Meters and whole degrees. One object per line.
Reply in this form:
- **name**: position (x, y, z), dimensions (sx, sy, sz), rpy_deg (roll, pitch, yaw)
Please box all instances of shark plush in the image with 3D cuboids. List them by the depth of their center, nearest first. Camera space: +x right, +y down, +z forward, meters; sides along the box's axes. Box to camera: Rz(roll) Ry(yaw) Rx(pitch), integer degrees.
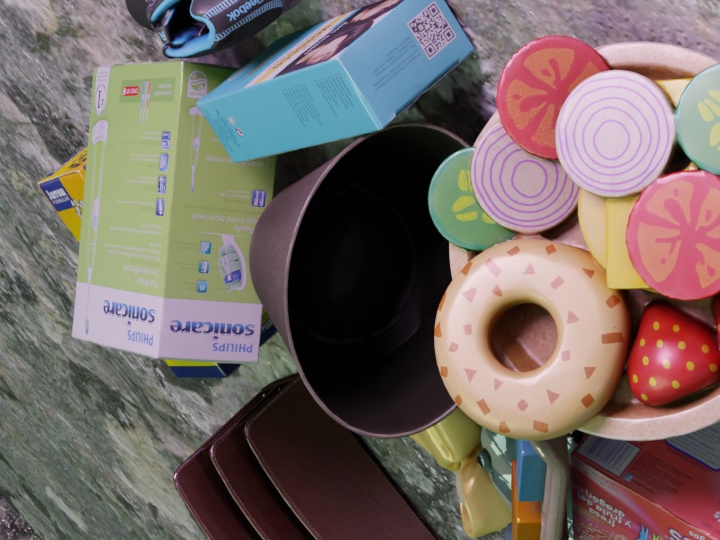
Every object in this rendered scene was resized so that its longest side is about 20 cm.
- **shark plush**: position (0.134, 0.121, 1.157), dimensions (0.083, 0.090, 0.202), rpy_deg (-21, 88, 45)

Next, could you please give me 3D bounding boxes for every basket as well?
- **basket**: position (0.000, 0.000, 1.035), dimensions (0.134, 0.183, 0.200), rpy_deg (8, -178, -14)

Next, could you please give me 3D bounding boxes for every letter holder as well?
- **letter holder**: position (-0.054, 0.217, 1.475), dimensions (0.201, 0.142, 0.100), rpy_deg (52, 156, -6)

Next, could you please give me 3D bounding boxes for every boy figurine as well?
- **boy figurine**: position (0.049, 0.109, 1.220), dimensions (0.201, 0.064, 0.124), rpy_deg (53, 166, 8)

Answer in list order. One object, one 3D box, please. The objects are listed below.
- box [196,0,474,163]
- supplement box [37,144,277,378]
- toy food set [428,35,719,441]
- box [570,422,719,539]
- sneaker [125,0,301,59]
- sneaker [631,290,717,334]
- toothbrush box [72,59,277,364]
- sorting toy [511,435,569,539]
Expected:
- **box**: position (-0.021, -0.116, 1.000), dimensions (0.049, 0.082, 0.199), rpy_deg (56, 155, -15)
- **supplement box**: position (-0.145, -0.025, 1.313), dimensions (0.201, 0.109, 0.109), rpy_deg (55, 155, -14)
- **toy food set**: position (0.126, -0.017, 0.803), dimensions (0.198, 0.049, 0.201), rpy_deg (-2, 88, 26)
- **box**: position (0.226, 0.142, 0.925), dimensions (0.199, 0.103, 0.095), rpy_deg (28, 150, 28)
- **sneaker**: position (-0.116, -0.179, 1.069), dimensions (0.074, 0.082, 0.199), rpy_deg (56, 156, -20)
- **sneaker**: position (0.138, -0.028, 0.851), dimensions (0.200, 0.075, 0.088), rpy_deg (42, 148, 36)
- **toothbrush box**: position (-0.132, -0.042, 1.167), dimensions (0.145, 0.085, 0.203), rpy_deg (6, 90, 56)
- **sorting toy**: position (0.105, 0.085, 0.996), dimensions (0.036, 0.187, 0.201), rpy_deg (-4, 142, 6)
